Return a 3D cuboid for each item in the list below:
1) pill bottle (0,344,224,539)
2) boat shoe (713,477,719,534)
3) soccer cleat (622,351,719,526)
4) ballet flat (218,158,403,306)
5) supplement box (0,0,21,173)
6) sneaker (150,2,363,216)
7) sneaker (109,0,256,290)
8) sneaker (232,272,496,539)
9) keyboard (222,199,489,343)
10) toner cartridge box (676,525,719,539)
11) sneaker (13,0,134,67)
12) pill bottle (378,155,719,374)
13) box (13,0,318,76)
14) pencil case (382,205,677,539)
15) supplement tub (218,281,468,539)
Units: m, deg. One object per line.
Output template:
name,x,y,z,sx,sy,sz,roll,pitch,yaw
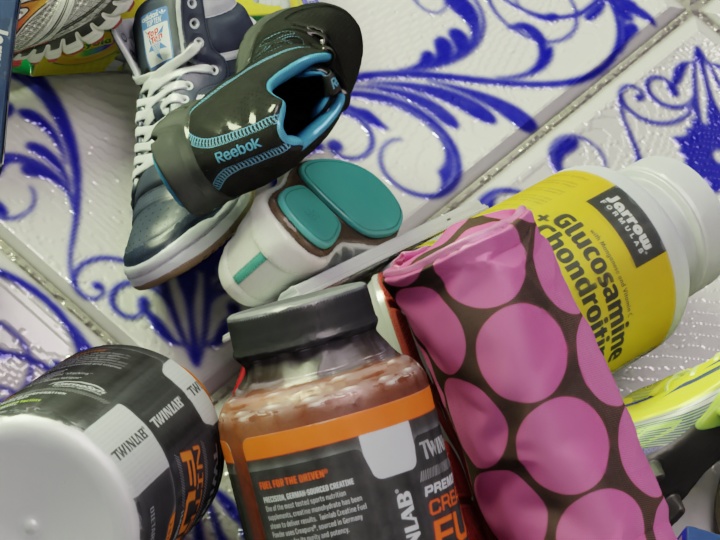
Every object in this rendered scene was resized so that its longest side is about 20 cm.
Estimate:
pill bottle,-0.127,0.096,1.382,0.106,0.106,0.200,32,16,5
boat shoe,0.236,0.105,1.584,0.076,0.072,0.200,10,50,-14
soccer cleat,0.180,0.072,1.549,0.200,0.065,0.084,-35,39,-9
ballet flat,-0.033,-0.018,1.565,0.069,0.069,0.200,35,14,7
supplement box,-0.283,-0.058,1.418,0.200,0.200,0.134,11,49,-14
sneaker,-0.032,-0.091,1.538,0.073,0.082,0.200,60,32,-16
sneaker,-0.101,-0.081,1.572,0.109,0.070,0.200,54,37,-20
sneaker,-0.001,0.112,1.497,0.115,0.078,0.200,-19,80,15
keyboard,0.000,0.000,1.549,0.011,0.056,0.200,57,35,5
toner cartridge box,0.241,0.198,1.496,0.200,0.095,0.043,16,49,-9
sneaker,-0.196,-0.149,1.564,0.200,0.082,0.078,-35,62,-16
pill bottle,0.107,0.009,1.582,0.200,0.112,0.112,-28,67,-36
box,-0.134,-0.172,1.677,0.200,0.048,0.117,-8,56,-25
pencil case,0.080,0.070,1.450,0.091,0.094,0.200,-27,99,-34
supplement tub,-0.007,0.110,1.402,0.107,0.107,0.200,-16,94,-32
